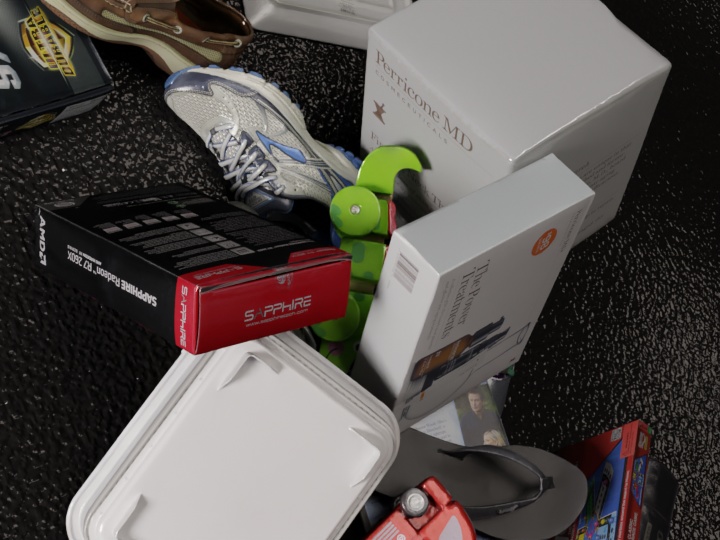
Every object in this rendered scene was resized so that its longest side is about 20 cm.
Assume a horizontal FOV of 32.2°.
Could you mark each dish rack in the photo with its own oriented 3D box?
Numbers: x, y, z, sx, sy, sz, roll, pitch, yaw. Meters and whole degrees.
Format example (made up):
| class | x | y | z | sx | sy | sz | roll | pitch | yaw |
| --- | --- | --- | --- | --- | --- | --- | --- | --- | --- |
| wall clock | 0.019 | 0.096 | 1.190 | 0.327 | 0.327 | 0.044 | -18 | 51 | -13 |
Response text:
| class | x | y | z | sx | sy | sz | roll | pitch | yaw |
| --- | --- | --- | --- | --- | --- | --- | --- | --- | --- |
| dish rack | -0.076 | 0.143 | 0.829 | 0.172 | 0.044 | 0.200 | 39 | 83 | -19 |

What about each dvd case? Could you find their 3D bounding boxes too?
| class | x | y | z | sx | sy | sz | roll | pitch | yaw |
| --- | --- | --- | --- | --- | --- | --- | --- | --- | --- |
| dvd case | 0.055 | 0.158 | 0.979 | 0.142 | 0.018 | 0.201 | -14 | 78 | -23 |

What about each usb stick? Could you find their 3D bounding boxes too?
| class | x | y | z | sx | sy | sz | roll | pitch | yaw |
| --- | --- | --- | --- | --- | --- | --- | --- | --- | --- |
| usb stick | 0.243 | 0.255 | 1.101 | 0.055 | 0.033 | 0.200 | 43 | 49 | -23 |

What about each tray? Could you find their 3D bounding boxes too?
| class | x | y | z | sx | sy | sz | roll | pitch | yaw |
| --- | --- | --- | --- | --- | --- | --- | --- | --- | --- |
| tray | -0.022 | -0.256 | 1.135 | 0.200 | 0.022 | 0.108 | 3 | 69 | -37 |

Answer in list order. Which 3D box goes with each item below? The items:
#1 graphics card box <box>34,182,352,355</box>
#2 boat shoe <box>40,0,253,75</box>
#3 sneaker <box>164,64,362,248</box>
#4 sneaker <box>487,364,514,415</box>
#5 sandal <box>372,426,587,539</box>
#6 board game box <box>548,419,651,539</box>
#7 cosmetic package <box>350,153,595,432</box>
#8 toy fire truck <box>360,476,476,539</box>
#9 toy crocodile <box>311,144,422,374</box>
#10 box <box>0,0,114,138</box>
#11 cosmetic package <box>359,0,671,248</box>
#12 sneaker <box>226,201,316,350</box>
| class | x | y | z | sx | sy | sz | roll | pitch | yaw |
| --- | --- | --- | --- | --- | --- | --- | --- | --- | --- |
| graphics card box | -0.117 | -0.007 | 0.835 | 0.125 | 0.200 | 0.051 | -14 | 117 | -41 |
| boat shoe | -0.159 | -0.208 | 0.931 | 0.202 | 0.075 | 0.075 | 21 | 46 | -52 |
| sneaker | -0.073 | -0.084 | 0.981 | 0.200 | 0.077 | 0.085 | 34 | 57 | -21 |
| sneaker | 0.112 | 0.044 | 1.057 | 0.074 | 0.087 | 0.200 | 23 | 57 | -28 |
| sandal | 0.086 | 0.163 | 0.954 | 0.200 | 0.043 | 0.076 | 12 | 69 | -16 |
| board game box | 0.185 | 0.225 | 1.020 | 0.019 | 0.103 | 0.200 | 31 | 53 | -20 |
| cosmetic package | 0.075 | 0.024 | 0.902 | 0.151 | 0.200 | 0.052 | -29 | 62 | -32 |
| toy fire truck | 0.023 | 0.259 | 0.875 | 0.200 | 0.049 | 0.141 | -40 | 85 | -19 |
| toy crocodile | 0.000 | 0.000 | 0.947 | 0.062 | 0.068 | 0.201 | 11 | 85 | 2 |
| box | -0.288 | -0.187 | 0.876 | 0.159 | 0.046 | 0.200 | -26 | 88 | -43 |
| cosmetic package | 0.113 | -0.113 | 0.998 | 0.166 | 0.200 | 0.167 | -32 | 63 | -22 |
| sneaker | -0.067 | 0.038 | 0.916 | 0.074 | 0.085 | 0.201 | -4 | 73 | -32 |
